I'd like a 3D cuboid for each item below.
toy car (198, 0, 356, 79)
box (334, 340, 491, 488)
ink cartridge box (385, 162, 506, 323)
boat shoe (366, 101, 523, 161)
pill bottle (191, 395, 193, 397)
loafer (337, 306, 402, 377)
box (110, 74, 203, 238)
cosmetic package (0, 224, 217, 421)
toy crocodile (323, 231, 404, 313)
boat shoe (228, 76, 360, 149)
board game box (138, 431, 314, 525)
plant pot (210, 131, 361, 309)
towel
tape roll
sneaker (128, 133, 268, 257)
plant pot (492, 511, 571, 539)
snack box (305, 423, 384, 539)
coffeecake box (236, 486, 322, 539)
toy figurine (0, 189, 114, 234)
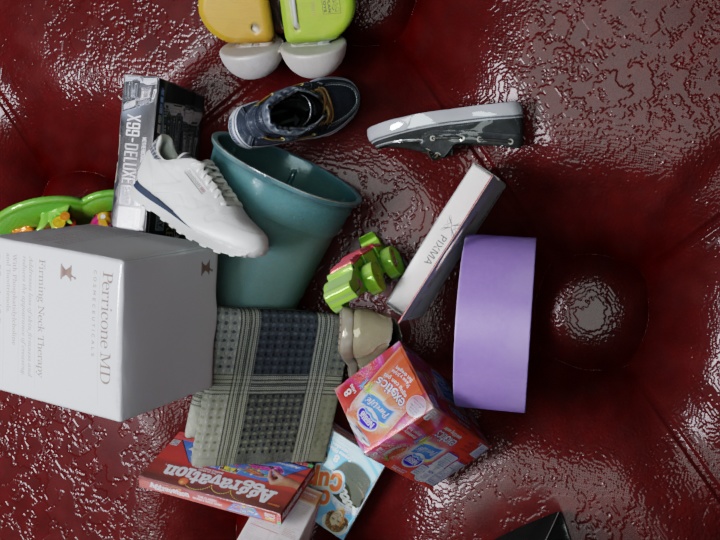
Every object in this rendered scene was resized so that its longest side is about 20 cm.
[{"bbox_3d":[-0.094,-0.341,1.190,0.196,0.151,0.178,2,121,15],"label":"toy car"},{"bbox_3d":[0.065,0.176,1.139,0.099,0.200,0.096,-36,56,10],"label":"box"},{"bbox_3d":[0.097,-0.033,1.145,0.043,0.173,0.202,34,98,12],"label":"ink cartridge box"},{"bbox_3d":[0.106,-0.168,1.195,0.196,0.069,0.058,-7,91,9],"label":"boat shoe"},{"bbox_3d":[-0.210,0.105,1.232,0.196,0.113,0.115,10,94,17],"label":"pill bottle"},{"bbox_3d":[0.018,0.093,1.153,0.067,0.200,0.077,3,78,10],"label":"loafer"},{"bbox_3d":[-0.256,-0.133,1.220,0.049,0.158,0.204,7,92,11],"label":"box"},{"bbox_3d":[-0.283,0.048,1.061,0.197,0.166,0.171,8,100,27],"label":"cosmetic package"},{"bbox_3d":[0.000,0.000,1.157,0.067,0.200,0.063,-25,95,23],"label":"toy crocodile"},{"bbox_3d":[-0.057,-0.193,1.159,0.090,0.198,0.072,-5,107,51],"label":"boat shoe"},{"bbox_3d":[-0.166,0.257,1.202,0.196,0.103,0.020,9,118,19],"label":"board game box"},{"bbox_3d":[-0.125,-0.038,1.189,0.198,0.200,0.199,26,104,9],"label":"plant pot"},{"bbox_3d":[-0.111,0.142,1.167,0.189,0.034,0.204,4,104,-32],"label":"towel"},{"bbox_3d":[0.159,0.061,1.124,0.083,0.200,0.204,5,93,10],"label":"tape roll"},{"bbox_3d":[-0.176,-0.080,1.074,0.198,0.076,0.082,31,99,24],"label":"sneaker"},{"bbox_3d":[0.174,0.433,1.148,0.175,0.199,0.204,-20,88,22],"label":"plant pot"},{"bbox_3d":[-0.075,0.245,1.258,0.198,0.037,0.118,31,97,9],"label":"snack box"},{"bbox_3d":[-0.122,0.375,1.168,0.072,0.200,0.156,19,117,8],"label":"coffeecake box"},{"bbox_3d":[-0.365,0.014,1.232,0.196,0.151,0.187,-17,71,-4],"label":"toy figurine"}]
